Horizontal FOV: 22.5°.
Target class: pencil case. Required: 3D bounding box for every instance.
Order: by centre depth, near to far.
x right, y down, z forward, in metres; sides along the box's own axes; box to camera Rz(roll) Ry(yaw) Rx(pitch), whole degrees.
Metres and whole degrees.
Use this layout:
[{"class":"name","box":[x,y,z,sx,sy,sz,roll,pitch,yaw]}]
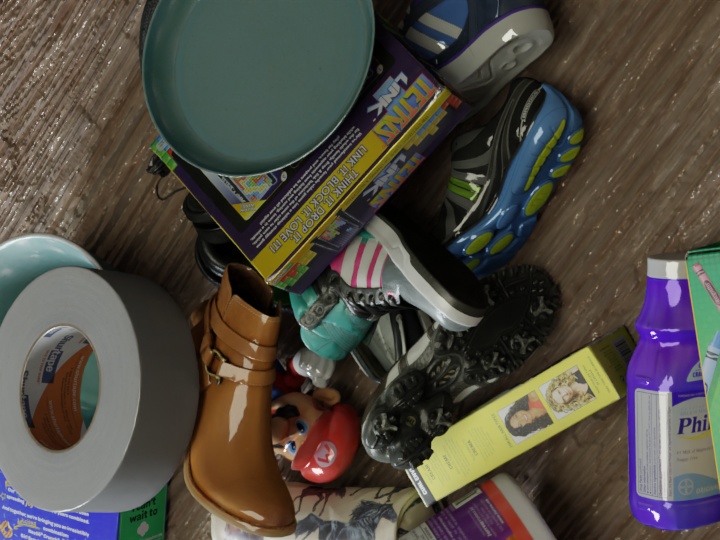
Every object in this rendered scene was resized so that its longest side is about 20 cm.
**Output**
[{"class":"pencil case","box":[-0.023,0.218,1.534,0.199,0.089,0.078,-1,78,31]}]

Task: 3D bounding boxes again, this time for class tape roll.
[{"class":"tape roll","box":[-0.223,0.099,1.493,0.200,0.066,0.201,-8,79,42]}]

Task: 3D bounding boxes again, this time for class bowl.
[{"class":"bowl","box":[-0.261,0.067,1.637,0.200,0.105,0.202,0,89,29]}]

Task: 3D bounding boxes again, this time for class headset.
[{"class":"headset","box":[-0.103,-0.048,1.535,0.200,0.094,0.124,35,155,25]}]

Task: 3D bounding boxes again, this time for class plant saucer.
[{"class":"plant saucer","box":[-0.074,-0.165,1.371,0.200,0.027,0.201,-6,77,25]}]

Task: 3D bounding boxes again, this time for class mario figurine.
[{"class":"mario figurine","box":[-0.085,0.108,1.537,0.200,0.106,0.124,37,150,31]}]

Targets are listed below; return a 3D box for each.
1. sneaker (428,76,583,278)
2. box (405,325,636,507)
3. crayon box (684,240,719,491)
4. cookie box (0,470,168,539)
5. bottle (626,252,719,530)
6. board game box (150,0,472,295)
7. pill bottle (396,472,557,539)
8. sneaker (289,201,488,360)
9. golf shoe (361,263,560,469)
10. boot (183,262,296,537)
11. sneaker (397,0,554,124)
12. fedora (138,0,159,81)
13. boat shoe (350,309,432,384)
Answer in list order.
[{"class":"sneaker","box":[0.100,-0.067,1.428,0.200,0.071,0.083,-57,48,27]},{"class":"box","box":[0.128,0.115,1.427,0.200,0.075,0.050,-34,83,30]},{"class":"crayon box","box":[0.292,0.075,1.289,0.058,0.119,0.201,-7,94,33]},{"class":"cookie box","box":[-0.270,0.243,1.696,0.171,0.075,0.201,12,104,30]},{"class":"bottle","box":[0.238,0.088,1.347,0.065,0.083,0.201,8,102,52]},{"class":"board game box","box":[-0.040,-0.110,1.388,0.200,0.057,0.165,-47,64,10]},{"class":"pill bottle","box":[0.061,0.256,1.417,0.200,0.111,0.112,-33,78,-3]},{"class":"sneaker","box":[0.010,0.023,1.396,0.121,0.083,0.200,-61,39,13]},{"class":"golf shoe","box":[0.069,0.069,1.433,0.200,0.094,0.078,-42,99,-11]},{"class":"boot","box":[-0.086,0.103,1.456,0.156,0.077,0.200,-64,36,24]},{"class":"sneaker","box":[0.058,-0.202,1.428,0.200,0.080,0.147,-35,66,39]},{"class":"fedora","box":[-0.085,-0.177,1.492,0.200,0.092,0.201,1,101,4]},{"class":"boat shoe","box":[0.000,0.000,1.496,0.076,0.060,0.200,-35,79,31]}]
